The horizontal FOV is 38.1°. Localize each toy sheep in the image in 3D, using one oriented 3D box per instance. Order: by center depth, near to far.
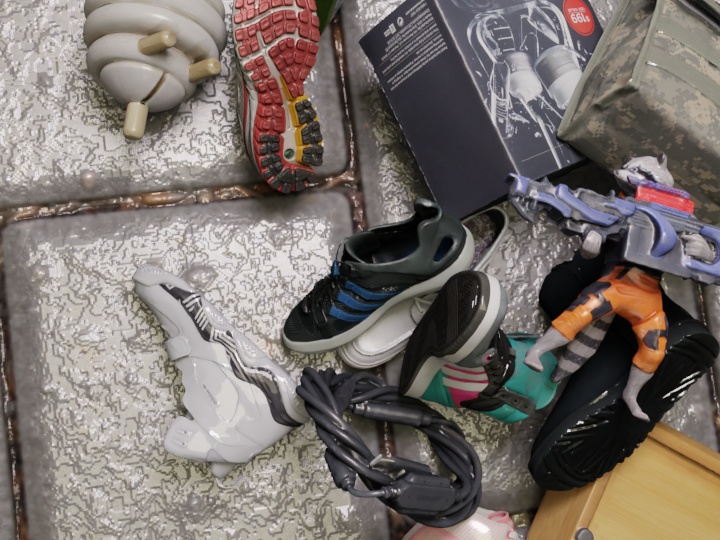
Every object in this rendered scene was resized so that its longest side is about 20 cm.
[{"bbox_3d":[-0.176,-0.208,0.901,0.137,0.138,0.202,15,70,-7],"label":"toy sheep"}]

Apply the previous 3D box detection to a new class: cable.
[{"bbox_3d":[0.026,0.147,0.887,0.163,0.199,0.051,46,110,37],"label":"cable"}]

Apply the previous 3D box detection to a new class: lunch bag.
[{"bbox_3d":[0.282,-0.157,0.882,0.163,0.117,0.201,34,57,-12],"label":"lunch bag"}]

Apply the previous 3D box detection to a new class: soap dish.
[{"bbox_3d":[0.273,0.222,0.950,0.199,0.081,0.158,28,80,-4],"label":"soap dish"}]

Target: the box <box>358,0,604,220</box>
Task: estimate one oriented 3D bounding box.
[{"bbox_3d":[0.131,-0.164,0.922,0.199,0.104,0.183,-25,89,-40],"label":"box"}]

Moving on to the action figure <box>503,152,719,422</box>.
[{"bbox_3d":[0.184,-0.005,0.813,0.199,0.105,0.195,24,86,-5],"label":"action figure"}]

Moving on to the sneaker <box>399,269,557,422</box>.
[{"bbox_3d":[0.114,0.070,0.864,0.120,0.200,0.084,14,65,-9],"label":"sneaker"}]

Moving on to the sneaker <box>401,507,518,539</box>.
[{"bbox_3d":[0.128,0.280,0.921,0.200,0.075,0.105,39,84,1],"label":"sneaker"}]

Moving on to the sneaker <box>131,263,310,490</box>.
[{"bbox_3d":[-0.145,0.092,0.898,0.200,0.075,0.115,42,83,3],"label":"sneaker"}]

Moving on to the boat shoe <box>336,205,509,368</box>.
[{"bbox_3d":[0.060,0.012,0.945,0.199,0.069,0.072,-37,90,-12],"label":"boat shoe"}]

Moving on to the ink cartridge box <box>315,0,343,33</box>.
[{"bbox_3d":[-0.003,-0.336,0.936,0.075,0.148,0.201,34,79,-4],"label":"ink cartridge box"}]

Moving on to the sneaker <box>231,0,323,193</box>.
[{"bbox_3d":[-0.084,-0.173,0.912,0.077,0.082,0.202,-8,108,-25],"label":"sneaker"}]

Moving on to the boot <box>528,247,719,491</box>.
[{"bbox_3d":[0.202,0.076,0.929,0.076,0.168,0.200,33,106,-33],"label":"boot"}]

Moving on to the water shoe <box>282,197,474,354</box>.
[{"bbox_3d":[0.000,0.000,0.896,0.199,0.072,0.079,-30,130,21],"label":"water shoe"}]
